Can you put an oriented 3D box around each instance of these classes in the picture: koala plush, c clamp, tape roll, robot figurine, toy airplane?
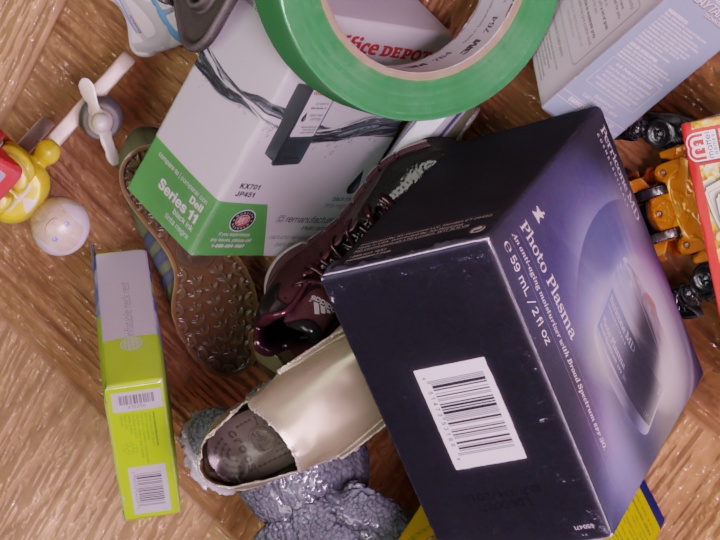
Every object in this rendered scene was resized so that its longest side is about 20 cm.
[{"bbox_3d":[-0.028,0.162,1.375,0.177,0.184,0.200,-24,90,31],"label":"koala plush"},{"bbox_3d":[-0.095,-0.239,1.310,0.200,0.027,0.171,-51,34,41],"label":"c clamp"},{"bbox_3d":[0.031,-0.196,1.233,0.048,0.200,0.201,-156,65,-62],"label":"tape roll"},{"bbox_3d":[0.165,-0.029,1.304,0.200,0.058,0.145,-17,91,32],"label":"robot figurine"},{"bbox_3d":[-0.259,-0.062,1.477,0.141,0.199,0.200,42,135,10],"label":"toy airplane"}]

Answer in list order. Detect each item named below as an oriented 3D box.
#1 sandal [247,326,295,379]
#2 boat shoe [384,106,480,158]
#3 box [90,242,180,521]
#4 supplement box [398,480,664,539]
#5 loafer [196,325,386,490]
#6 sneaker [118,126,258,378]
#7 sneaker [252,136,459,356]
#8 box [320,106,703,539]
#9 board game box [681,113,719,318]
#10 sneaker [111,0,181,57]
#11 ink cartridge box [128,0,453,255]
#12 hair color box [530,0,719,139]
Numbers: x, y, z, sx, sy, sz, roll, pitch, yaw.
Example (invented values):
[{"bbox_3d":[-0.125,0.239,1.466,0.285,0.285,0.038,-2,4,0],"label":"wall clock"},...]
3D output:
[{"bbox_3d":[0.017,0.069,1.410,0.199,0.054,0.080,8,135,17],"label":"sandal"},{"bbox_3d":[0.036,-0.052,1.379,0.062,0.072,0.200,32,121,-1],"label":"boat shoe"},{"bbox_3d":[-0.168,0.076,1.450,0.048,0.200,0.122,-8,123,-6],"label":"box"},{"bbox_3d":[0.106,0.185,1.282,0.109,0.200,0.109,-20,105,31],"label":"supplement box"},{"bbox_3d":[-0.029,0.093,1.261,0.200,0.068,0.076,-37,92,30],"label":"loafer"},{"bbox_3d":[-0.128,-0.023,1.476,0.067,0.090,0.201,-22,117,0],"label":"sneaker"},{"bbox_3d":[0.000,0.000,1.309,0.076,0.116,0.200,43,122,-10],"label":"sneaker"},{"bbox_3d":[0.101,0.034,1.195,0.123,0.198,0.200,-13,110,31],"label":"box"},{"bbox_3d":[0.262,-0.004,1.197,0.046,0.151,0.201,-11,93,31],"label":"board game box"},{"bbox_3d":[-0.182,-0.251,1.461,0.087,0.075,0.200,-24,86,38],"label":"sneaker"},{"bbox_3d":[-0.047,-0.112,1.352,0.083,0.146,0.200,46,118,31],"label":"ink cartridge box"},{"bbox_3d":[0.196,-0.180,1.227,0.200,0.061,0.099,-41,34,30],"label":"hair color box"}]
